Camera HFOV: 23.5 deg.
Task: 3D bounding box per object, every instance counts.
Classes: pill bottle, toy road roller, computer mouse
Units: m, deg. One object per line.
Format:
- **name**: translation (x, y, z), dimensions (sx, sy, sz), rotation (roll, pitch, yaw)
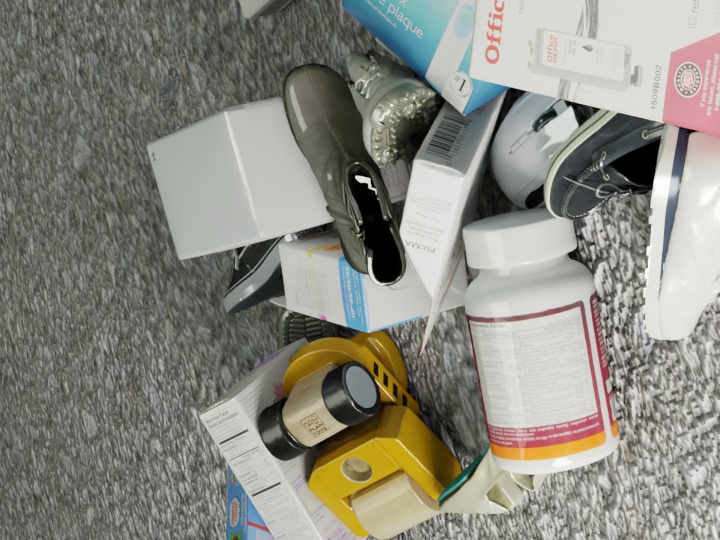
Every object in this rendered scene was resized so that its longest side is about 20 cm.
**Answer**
- **pill bottle**: translation (0.144, 0.056, 1.418), dimensions (0.109, 0.109, 0.202), rotation (4, 107, 60)
- **toy road roller**: translation (0.009, 0.149, 1.711), dimensions (0.122, 0.146, 0.200), rotation (-31, 110, 33)
- **computer mouse**: translation (0.148, -0.112, 1.398), dimensions (0.110, 0.044, 0.200), rotation (61, 149, 22)

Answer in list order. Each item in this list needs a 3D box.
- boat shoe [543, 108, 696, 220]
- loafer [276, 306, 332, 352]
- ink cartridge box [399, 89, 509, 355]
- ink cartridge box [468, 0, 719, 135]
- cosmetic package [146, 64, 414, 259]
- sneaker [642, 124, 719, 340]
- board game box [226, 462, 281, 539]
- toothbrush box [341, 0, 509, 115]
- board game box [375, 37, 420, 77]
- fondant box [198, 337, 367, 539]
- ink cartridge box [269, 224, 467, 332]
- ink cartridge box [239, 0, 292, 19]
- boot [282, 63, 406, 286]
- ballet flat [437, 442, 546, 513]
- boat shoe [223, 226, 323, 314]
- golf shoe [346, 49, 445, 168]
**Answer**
- **boat shoe**: translation (0.199, -0.084, 1.291), dimensions (0.200, 0.074, 0.063), rotation (-48, 56, 52)
- **loafer**: translation (-0.057, 0.096, 1.863), dimensions (0.070, 0.074, 0.201), rotation (-89, 6, -51)
- **ink cartridge box**: translation (0.070, -0.055, 1.458), dimensions (0.057, 0.163, 0.201), rotation (22, 132, 5)
- **ink cartridge box**: translation (0.180, -0.185, 1.172), dimensions (0.198, 0.083, 0.148), rotation (16, 112, 30)
- **cosmetic package**: translation (-0.066, -0.099, 1.628), dimensions (0.199, 0.198, 0.124), rotation (-11, 94, 62)
- **sneaker**: translation (0.246, -0.017, 1.242), dimensions (0.201, 0.080, 0.077), rotation (84, -165, -50)
- **board game box**: translation (-0.073, 0.233, 1.788), dimensions (0.036, 0.151, 0.202), rotation (-27, 50, 36)
- **toothbrush box**: translation (0.087, -0.248, 1.349), dimensions (0.146, 0.085, 0.201), rotation (43, 138, 16)
- **board game box**: translation (0.066, -0.262, 1.482), dimensions (0.126, 0.034, 0.202), rotation (44, 140, 42)
- **fondant box**: translation (-0.058, 0.190, 1.755), dimensions (0.058, 0.144, 0.201), rotation (-26, 97, 36)
- **ink cartridge box**: translation (0.000, 0.000, 1.646), dimensions (0.199, 0.114, 0.069), rotation (12, 114, 58)
- **ink cartridge box**: translation (-0.087, -0.364, 1.697), dimensions (0.200, 0.044, 0.178), rotation (-25, 82, 61)
- **boot**: translation (-0.005, -0.086, 1.461), dimensions (0.131, 0.067, 0.202), rotation (-174, 63, -84)
- **ballet flat**: translation (0.129, 0.183, 1.566), dimensions (0.070, 0.069, 0.200), rotation (62, 148, 22)
- **boat shoe**: translation (-0.105, -0.018, 1.870), dimensions (0.069, 0.073, 0.199), rotation (62, 149, 13)
- **golf shoe**: translation (0.016, -0.142, 1.447), dimensions (0.097, 0.078, 0.200), rotation (43, -174, 5)
